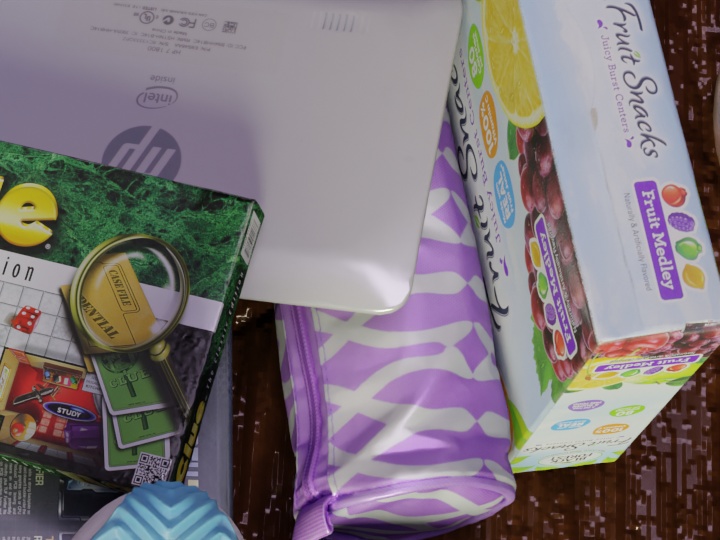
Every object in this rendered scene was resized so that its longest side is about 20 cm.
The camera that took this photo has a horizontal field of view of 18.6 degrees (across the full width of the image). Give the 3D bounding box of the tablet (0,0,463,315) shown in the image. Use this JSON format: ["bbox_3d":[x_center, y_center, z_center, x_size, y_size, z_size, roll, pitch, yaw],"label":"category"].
[{"bbox_3d":[-0.071,-0.054,0.767,0.200,0.014,0.130,6,65,10],"label":"tablet"}]

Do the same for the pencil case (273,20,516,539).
[{"bbox_3d":[0.000,0.000,0.791,0.085,0.084,0.200,8,61,-42],"label":"pencil case"}]

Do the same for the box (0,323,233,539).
[{"bbox_3d":[-0.123,0.066,0.766,0.157,0.051,0.200,0,68,-7],"label":"box"}]

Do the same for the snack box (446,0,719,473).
[{"bbox_3d":[0.068,-0.044,0.787,0.053,0.142,0.200,-6,69,-11],"label":"snack box"}]

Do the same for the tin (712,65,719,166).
[{"bbox_3d":[0.196,-0.021,0.814,0.042,0.112,0.200,1,67,-34],"label":"tin"}]

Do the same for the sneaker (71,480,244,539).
[{"bbox_3d":[-0.074,0.152,0.672,0.076,0.081,0.200,7,110,-8],"label":"sneaker"}]

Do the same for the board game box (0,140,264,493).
[{"bbox_3d":[-0.141,0.004,0.733,0.200,0.023,0.105,13,73,11],"label":"board game box"}]
